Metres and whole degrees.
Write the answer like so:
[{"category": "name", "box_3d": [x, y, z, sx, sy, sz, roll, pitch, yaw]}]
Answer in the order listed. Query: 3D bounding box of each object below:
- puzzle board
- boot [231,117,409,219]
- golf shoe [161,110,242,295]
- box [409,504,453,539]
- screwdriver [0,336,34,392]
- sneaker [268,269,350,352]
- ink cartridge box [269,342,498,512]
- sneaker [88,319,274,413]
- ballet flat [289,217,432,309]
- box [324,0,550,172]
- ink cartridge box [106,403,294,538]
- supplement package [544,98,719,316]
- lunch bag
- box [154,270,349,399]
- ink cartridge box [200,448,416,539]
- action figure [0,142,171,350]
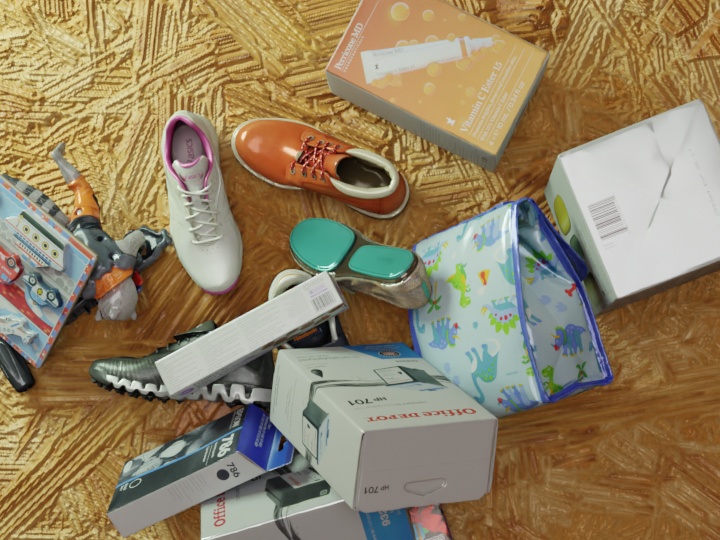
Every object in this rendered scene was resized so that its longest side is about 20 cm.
[{"category": "puzzle board", "box_3d": [-0.376, -0.014, 1.598, 0.200, 0.017, 0.151, 38, 116, 14]}, {"category": "boot", "box_3d": [-0.045, -0.116, 1.606, 0.200, 0.107, 0.075, 19, 86, 6]}, {"category": "golf shoe", "box_3d": [-0.173, -0.073, 1.614, 0.075, 0.092, 0.200, -15, 84, -1]}, {"category": "box", "box_3d": [0.006, 0.326, 1.585, 0.200, 0.039, 0.137, -19, 84, 0]}, {"category": "screwdriver", "box_3d": [-0.405, 0.043, 1.642, 0.028, 0.029, 0.200, -32, 84, -1]}, {"category": "sneaker", "box_3d": [-0.044, 0.093, 1.596, 0.078, 0.079, 0.200, -26, 85, -1]}, {"category": "ink cartridge box", "box_3d": [0.019, 0.145, 1.479, 0.146, 0.200, 0.086, -2, 109, -26]}, {"category": "sneaker", "box_3d": [-0.181, 0.095, 1.610, 0.200, 0.066, 0.091, 6, 81, -1]}, {"category": "ballet flat", "box_3d": [0.000, 0.000, 1.586, 0.068, 0.200, 0.067, -49, 128, -14]}, {"category": "box", "box_3d": [0.080, -0.208, 1.614, 0.200, 0.097, 0.124, 27, 85, 6]}, {"category": "ink cartridge box", "box_3d": [-0.158, 0.194, 1.553, 0.200, 0.099, 0.039, -25, 111, 14]}, {"category": "supplement package", "box_3d": [0.285, -0.055, 1.535, 0.151, 0.200, 0.152, -21, 83, 0]}, {"category": "lunch bag", "box_3d": [0.138, 0.043, 1.537, 0.127, 0.170, 0.200, -14, 84, -42]}, {"category": "box", "box_3d": [-0.108, 0.065, 1.546, 0.200, 0.039, 0.041, -29, 76, 4]}, {"category": "ink cartridge box", "box_3d": [-0.055, 0.240, 1.535, 0.200, 0.145, 0.084, -16, 111, 0]}, {"category": "action figure", "box_3d": [-0.311, -0.009, 1.610, 0.200, 0.105, 0.193, -45, 74, -4]}]
